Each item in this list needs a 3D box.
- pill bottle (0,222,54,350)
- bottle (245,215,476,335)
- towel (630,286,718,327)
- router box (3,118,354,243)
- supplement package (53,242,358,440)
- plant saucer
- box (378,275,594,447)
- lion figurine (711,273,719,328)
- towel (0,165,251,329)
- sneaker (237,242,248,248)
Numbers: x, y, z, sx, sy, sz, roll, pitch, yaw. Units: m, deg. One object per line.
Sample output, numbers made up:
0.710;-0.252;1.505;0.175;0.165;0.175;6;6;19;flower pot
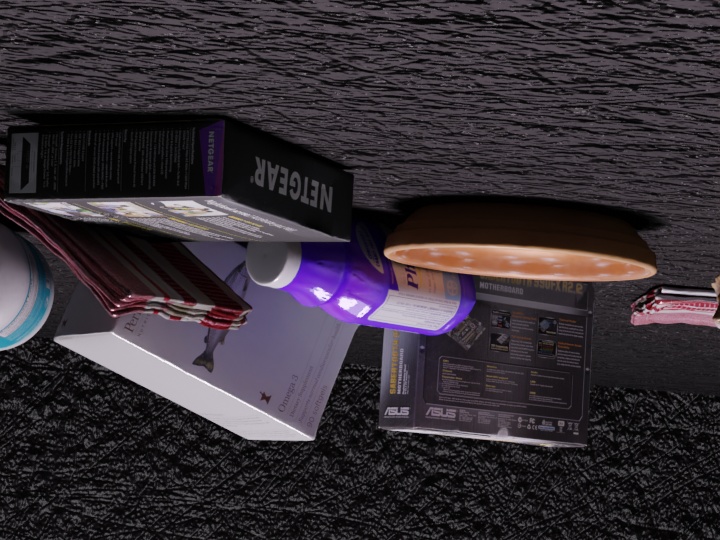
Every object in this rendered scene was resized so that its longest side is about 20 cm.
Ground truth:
-0.333;0.009;1.926;0.111;0.111;0.200;4;174;3;pill bottle
0.000;0.000;1.705;0.200;0.084;0.065;11;137;-45;bottle
0.341;0.039;2.144;0.144;0.023;0.200;4;174;0;towel
-0.109;-0.053;1.407;0.149;0.051;0.200;0;173;22;router box
-0.122;0.045;1.790;0.200;0.117;0.117;29;163;-26;supplement package
0.117;-0.021;1.633;0.200;0.038;0.200;4;174;0;plant saucer
0.109;0.064;1.885;0.200;0.159;0.048;8;171;-38;box
0.375;0.031;1.755;0.200;0.123;0.072;-22;-177;41;lion figurine
-0.165;-0.014;1.522;0.144;0.023;0.200;42;-170;19;towel
-0.036;0.015;1.899;0.200;0.082;0.074;6;176;1;sneaker
